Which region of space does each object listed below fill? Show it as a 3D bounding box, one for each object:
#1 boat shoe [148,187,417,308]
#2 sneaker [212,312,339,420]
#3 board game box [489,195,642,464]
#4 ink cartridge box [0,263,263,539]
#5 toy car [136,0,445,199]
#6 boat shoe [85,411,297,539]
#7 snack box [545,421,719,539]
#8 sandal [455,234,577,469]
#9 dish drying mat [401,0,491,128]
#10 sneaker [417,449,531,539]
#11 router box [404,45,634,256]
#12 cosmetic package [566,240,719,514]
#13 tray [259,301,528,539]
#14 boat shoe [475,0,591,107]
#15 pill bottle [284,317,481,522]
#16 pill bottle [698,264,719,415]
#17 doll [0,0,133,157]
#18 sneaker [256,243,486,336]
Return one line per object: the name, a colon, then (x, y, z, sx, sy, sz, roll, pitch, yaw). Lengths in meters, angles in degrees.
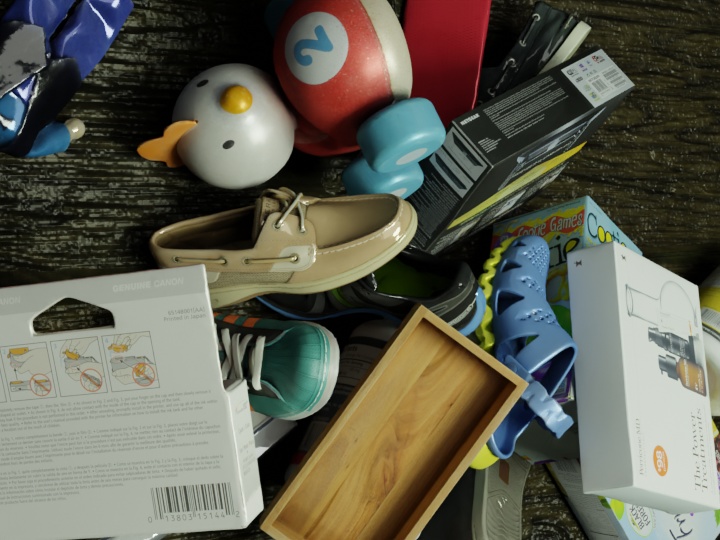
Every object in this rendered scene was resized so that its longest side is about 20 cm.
boat shoe: (-0.058, -0.024, 0.909, 0.071, 0.200, 0.065, -95, 167, -49)
sneaker: (-0.096, 0.065, 0.866, 0.080, 0.200, 0.071, 10, 82, -37)
board game box: (0.175, 0.053, 1.080, 0.105, 0.103, 0.200, 39, 49, -37)
ink cartridge box: (-0.175, 0.089, 0.824, 0.045, 0.200, 0.176, -32, 115, -75)
toy car: (-0.070, -0.124, 0.916, 0.200, 0.177, 0.185, -23, 79, -13)
boat shoe: (-0.140, 0.150, 0.926, 0.200, 0.071, 0.070, -37, 83, -26)
snack box: (0.286, 0.200, 1.222, 0.169, 0.068, 0.200, -42, 112, -29)
sandal: (0.134, 0.063, 0.975, 0.079, 0.087, 0.200, 41, 52, -49)
dish drying mat: (0.073, -0.205, 1.078, 0.018, 0.077, 0.200, 34, 64, -76)
sneaker: (0.086, 0.185, 1.084, 0.075, 0.106, 0.200, 49, 34, -25)
router box: (0.122, -0.095, 1.039, 0.200, 0.157, 0.052, -30, 75, -38)
cosmetic package: (0.235, 0.092, 1.015, 0.151, 0.052, 0.200, 19, 62, -44)
tray: (0.024, 0.133, 0.905, 0.099, 0.037, 0.200, 36, 91, -4)
boat shoe: (0.122, -0.167, 1.109, 0.066, 0.075, 0.199, 42, 85, 5)
pill bottle: (0.031, 0.108, 1.008, 0.120, 0.120, 0.200, 36, 70, -30)
pill bottle: (0.397, 0.052, 1.277, 0.200, 0.112, 0.112, -38, 111, -30)
doll: (-0.236, -0.145, 0.862, 0.136, 0.048, 0.200, 41, 73, -38)
sneaker: (0.000, 0.000, 0.959, 0.083, 0.199, 0.071, 77, 27, -52)
